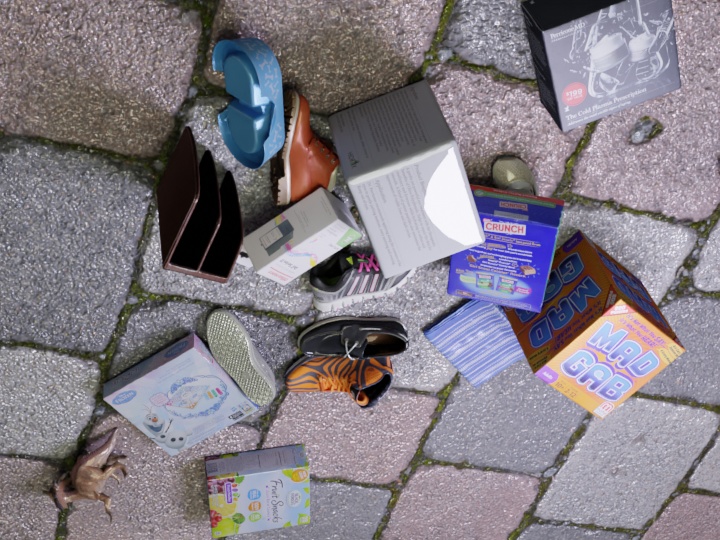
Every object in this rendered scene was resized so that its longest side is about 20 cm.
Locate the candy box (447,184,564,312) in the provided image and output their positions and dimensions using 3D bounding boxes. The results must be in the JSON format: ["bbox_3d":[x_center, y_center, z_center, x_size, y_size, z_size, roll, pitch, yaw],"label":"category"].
[{"bbox_3d":[0.239,-0.037,1.776,0.168,0.077,0.201,12,137,9],"label":"candy box"}]

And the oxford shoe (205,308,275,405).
[{"bbox_3d":[-0.210,0.148,1.873,0.075,0.058,0.201,-24,114,14],"label":"oxford shoe"}]

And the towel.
[{"bbox_3d":[0.224,0.132,1.988,0.144,0.024,0.200,-34,127,14],"label":"towel"}]

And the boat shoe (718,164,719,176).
[{"bbox_3d":[0.653,-0.177,1.832,0.066,0.074,0.201,-4,118,-7],"label":"boat shoe"}]

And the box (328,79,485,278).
[{"bbox_3d":[0.069,-0.142,1.624,0.170,0.201,0.200,-20,129,4],"label":"box"}]

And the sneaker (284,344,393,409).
[{"bbox_3d":[-0.036,0.199,1.915,0.198,0.112,0.078,-16,129,-2],"label":"sneaker"}]

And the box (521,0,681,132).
[{"bbox_3d":[0.364,-0.339,1.608,0.199,0.104,0.183,-21,128,2],"label":"box"}]

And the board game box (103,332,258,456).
[{"bbox_3d":[-0.319,0.226,1.903,0.199,0.044,0.199,-29,130,13],"label":"board game box"}]

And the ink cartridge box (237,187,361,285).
[{"bbox_3d":[-0.110,-0.042,1.710,0.199,0.068,0.117,-32,160,12],"label":"ink cartridge box"}]

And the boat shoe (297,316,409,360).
[{"bbox_3d":[-0.012,0.126,1.895,0.198,0.068,0.072,-4,123,-7],"label":"boat shoe"}]

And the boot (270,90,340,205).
[{"bbox_3d":[-0.081,-0.192,1.634,0.106,0.075,0.201,-7,136,-13],"label":"boot"}]

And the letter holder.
[{"bbox_3d":[-0.229,-0.105,1.575,0.100,0.201,0.143,15,122,-24],"label":"letter holder"}]

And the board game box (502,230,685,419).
[{"bbox_3d":[0.409,0.098,1.895,0.199,0.200,0.200,33,114,-32],"label":"board game box"}]

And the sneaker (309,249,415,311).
[{"bbox_3d":[0.000,0.000,1.795,0.199,0.074,0.088,-21,135,8],"label":"sneaker"}]

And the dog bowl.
[{"bbox_3d":[-0.159,-0.246,1.547,0.049,0.111,0.201,-30,136,-33],"label":"dog bowl"}]

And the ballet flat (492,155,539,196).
[{"bbox_3d":[0.280,-0.108,1.791,0.067,0.063,0.200,-27,128,8],"label":"ballet flat"}]

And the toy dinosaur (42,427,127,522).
[{"bbox_3d":[-0.506,0.379,1.960,0.135,0.086,0.201,15,117,-16],"label":"toy dinosaur"}]

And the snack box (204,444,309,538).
[{"bbox_3d":[-0.200,0.432,2.084,0.198,0.068,0.170,-8,128,-11],"label":"snack box"}]
